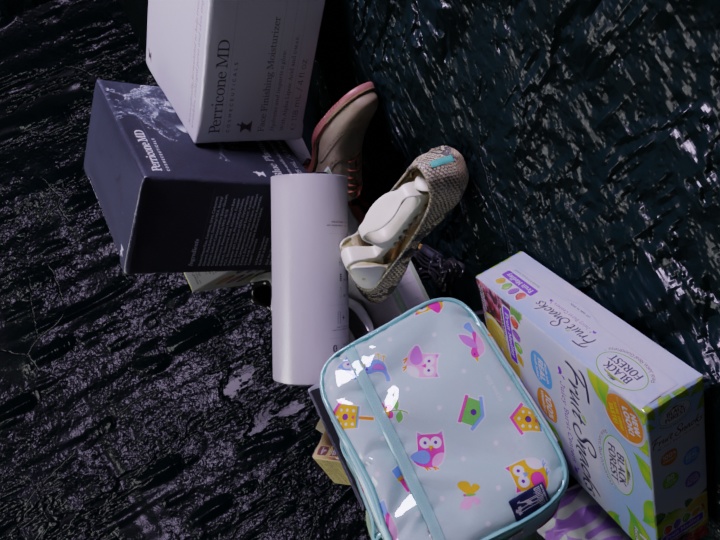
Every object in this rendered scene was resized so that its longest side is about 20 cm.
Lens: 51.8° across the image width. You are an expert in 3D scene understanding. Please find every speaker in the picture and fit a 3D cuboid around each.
[{"bbox_3d":[-0.049,0.006,0.737,0.081,0.079,0.206,-172,81,-74],"label":"speaker"}]

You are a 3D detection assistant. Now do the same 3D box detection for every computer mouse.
[{"bbox_3d":[0.099,0.071,0.805,0.109,0.043,0.204,33,146,65],"label":"computer mouse"}]

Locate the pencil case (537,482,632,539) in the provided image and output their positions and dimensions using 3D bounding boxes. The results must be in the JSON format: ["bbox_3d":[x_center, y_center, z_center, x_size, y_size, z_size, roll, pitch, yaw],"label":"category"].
[{"bbox_3d":[0.217,0.268,0.602,0.086,0.083,0.202,-50,58,35],"label":"pencil case"}]

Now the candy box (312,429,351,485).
[{"bbox_3d":[0.057,0.167,0.774,0.196,0.117,0.056,-6,134,38],"label":"candy box"}]

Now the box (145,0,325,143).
[{"bbox_3d":[-0.139,-0.272,0.787,0.201,0.128,0.202,53,140,40],"label":"box"}]

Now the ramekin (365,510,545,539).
[{"bbox_3d":[0.112,0.250,0.765,0.099,0.198,0.200,62,169,-28],"label":"ramekin"}]

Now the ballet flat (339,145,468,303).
[{"bbox_3d":[0.023,-0.034,0.675,0.069,0.074,0.201,56,137,20],"label":"ballet flat"}]

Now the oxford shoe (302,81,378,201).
[{"bbox_3d":[-0.014,-0.120,0.813,0.075,0.070,0.201,51,148,13],"label":"oxford shoe"}]

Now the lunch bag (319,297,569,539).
[{"bbox_3d":[0.060,0.136,0.593,0.202,0.157,0.078,61,170,27],"label":"lunch bag"}]

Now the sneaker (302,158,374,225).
[{"bbox_3d":[-0.038,-0.073,0.938,0.073,0.088,0.200,17,-159,-37],"label":"sneaker"}]

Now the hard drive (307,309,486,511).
[{"bbox_3d":[0.064,0.117,0.683,0.137,0.196,0.043,61,160,24],"label":"hard drive"}]

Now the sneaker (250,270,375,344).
[{"bbox_3d":[-0.053,0.057,0.827,0.199,0.079,0.075,36,135,42],"label":"sneaker"}]

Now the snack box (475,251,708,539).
[{"bbox_3d":[0.166,0.091,0.552,0.200,0.052,0.145,47,159,57],"label":"snack box"}]

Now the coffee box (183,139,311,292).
[{"bbox_3d":[-0.167,-0.107,1.069,0.204,0.195,0.199,63,-169,4],"label":"coffee box"}]

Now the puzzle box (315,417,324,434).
[{"bbox_3d":[-0.001,0.125,1.009,0.025,0.203,0.133,28,162,3],"label":"puzzle box"}]

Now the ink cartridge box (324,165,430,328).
[{"bbox_3d":[0.000,0.000,0.824,0.204,0.047,0.145,66,151,10],"label":"ink cartridge box"}]

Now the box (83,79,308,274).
[{"bbox_3d":[-0.181,-0.103,0.821,0.198,0.196,0.119,53,132,39],"label":"box"}]
